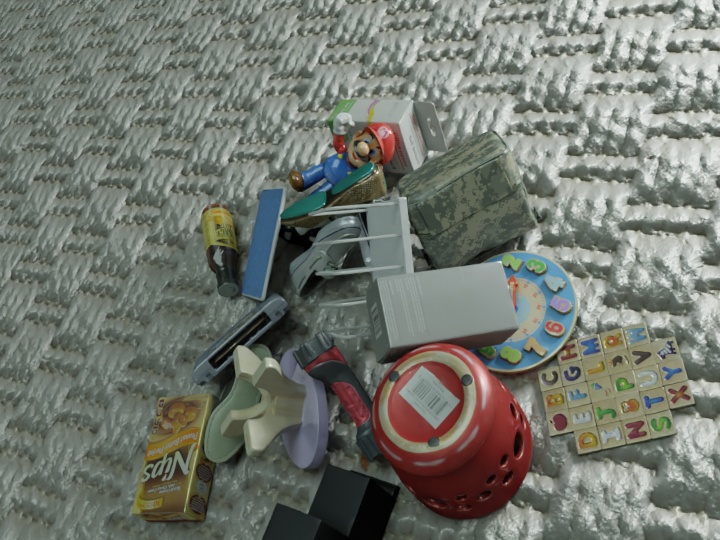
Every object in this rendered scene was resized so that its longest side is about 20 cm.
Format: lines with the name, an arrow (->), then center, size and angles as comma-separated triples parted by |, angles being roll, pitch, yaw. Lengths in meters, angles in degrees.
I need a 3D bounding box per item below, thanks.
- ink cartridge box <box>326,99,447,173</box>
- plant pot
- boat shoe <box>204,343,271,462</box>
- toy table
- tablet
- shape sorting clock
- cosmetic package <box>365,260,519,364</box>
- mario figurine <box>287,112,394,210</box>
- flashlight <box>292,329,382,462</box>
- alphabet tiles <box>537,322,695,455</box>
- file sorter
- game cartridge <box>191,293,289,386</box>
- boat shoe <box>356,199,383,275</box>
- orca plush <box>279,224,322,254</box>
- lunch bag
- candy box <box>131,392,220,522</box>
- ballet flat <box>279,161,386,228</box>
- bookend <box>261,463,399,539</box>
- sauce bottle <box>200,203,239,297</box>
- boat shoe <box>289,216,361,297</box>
ink cartridge box -> 0.049, -0.242, 1.472 | 0.196, 0.118, 0.068 | 8, 50, 33
plant pot -> 0.117, 0.215, 1.105 | 0.197, 0.183, 0.204 | -15, 55, 22
boat shoe -> -0.202, 0.224, 1.359 | 0.071, 0.061, 0.205 | 25, 74, -4
toy table -> -0.132, 0.206, 1.256 | 0.186, 0.115, 0.201 | -62, 34, 27
tablet -> -0.174, -0.050, 1.468 | 0.130, 0.013, 0.205 | 8, 86, 65
shape sorting clock -> 0.230, 0.059, 1.231 | 0.196, 0.039, 0.204 | -16, 54, 22
cosmetic package -> 0.115, 0.060, 1.157 | 0.195, 0.090, 0.109 | -5, 69, -15
mario figurine -> -0.029, -0.185, 1.392 | 0.198, 0.124, 0.107 | -35, 36, 7
flashlight -> -0.023, 0.189, 1.211 | 0.067, 0.068, 0.202 | -34, 82, 11
alphabet tiles -> 0.348, 0.161, 1.121 | 0.196, 0.006, 0.169 | -17, 54, 19
file sorter -> 0.000, 0.000, 1.254 | 0.138, 0.122, 0.205 | 179, 85, -69
game cartridge -> -0.207, 0.114, 1.396 | 0.199, 0.042, 0.133 | -42, 12, -6
boat shoe -> 0.025, -0.086, 1.418 | 0.067, 0.074, 0.202 | -27, 51, 16
orca plush -> -0.115, -0.054, 1.482 | 0.197, 0.104, 0.073 | 0, 97, 38
lunch bag -> 0.171, -0.096, 1.285 | 0.197, 0.170, 0.140 | -28, 22, 7
candy box -> -0.301, 0.312, 1.358 | 0.113, 0.055, 0.204 | -9, 56, 26
ballet flat -> -0.042, -0.107, 1.354 | 0.197, 0.066, 0.071 | -24, 30, 21
bookend -> -0.053, 0.348, 1.100 | 0.091, 0.200, 0.202 | 9, 65, 32
sauce bottle -> -0.266, -0.039, 1.561 | 0.065, 0.066, 0.203 | -27, 53, 11
boat shoe -> -0.054, -0.018, 1.395 | 0.200, 0.072, 0.068 | -43, 54, 48
